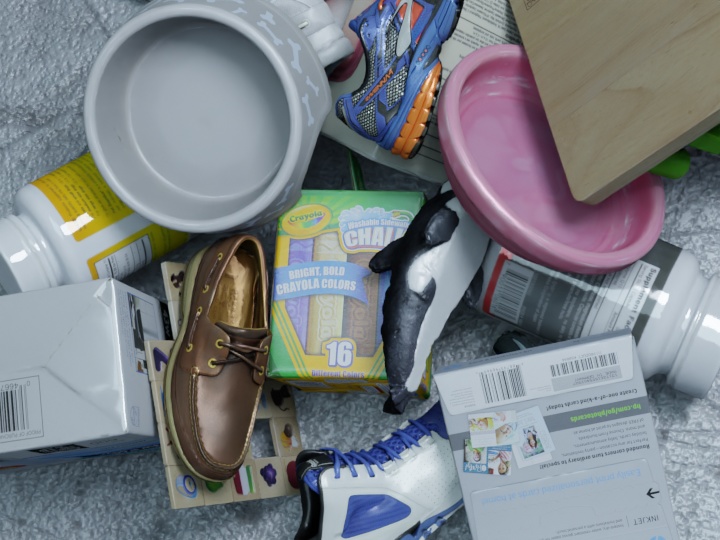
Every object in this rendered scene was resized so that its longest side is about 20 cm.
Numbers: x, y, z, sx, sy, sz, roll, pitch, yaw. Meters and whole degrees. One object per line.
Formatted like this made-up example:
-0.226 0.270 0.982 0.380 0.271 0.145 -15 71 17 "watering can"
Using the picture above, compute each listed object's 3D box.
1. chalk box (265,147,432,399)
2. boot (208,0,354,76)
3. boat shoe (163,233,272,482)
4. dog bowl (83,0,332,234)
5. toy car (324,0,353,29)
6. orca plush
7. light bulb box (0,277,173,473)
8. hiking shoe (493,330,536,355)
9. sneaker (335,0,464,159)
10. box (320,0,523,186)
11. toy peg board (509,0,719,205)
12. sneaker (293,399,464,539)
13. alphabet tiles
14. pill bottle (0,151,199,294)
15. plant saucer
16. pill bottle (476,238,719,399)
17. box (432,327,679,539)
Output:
0.000 0.000 1.087 0.124 0.124 0.200 2 80 11 "chalk box"
-0.098 -0.157 1.062 0.200 0.074 0.096 -33 92 32 "boot"
-0.107 0.063 1.009 0.072 0.068 0.200 15 63 -27 "boat shoe"
-0.124 -0.120 1.009 0.200 0.059 0.200 3 105 11 "dog bowl"
-0.032 -0.219 1.127 0.184 0.177 0.200 -27 87 15 "toy car"
0.041 0.011 0.995 0.071 0.105 0.200 13 85 32 "orca plush"
-0.255 0.094 1.073 0.198 0.200 0.125 -9 78 9 "light bulb box"
0.140 0.147 1.054 0.087 0.074 0.200 -22 75 4 "hiking shoe"
0.033 -0.186 0.951 0.078 0.075 0.200 15 96 1 "sneaker"
0.062 -0.180 1.067 0.109 0.128 0.200 32 101 48 "box"
0.231 -0.173 0.942 0.200 0.098 0.199 -36 56 39 "toy peg board"
0.014 0.167 1.045 0.115 0.081 0.199 39 87 -22 "sneaker"
-0.113 0.091 1.070 0.008 0.167 0.200 -20 75 34 "alphabet tiles"
-0.219 -0.047 1.111 0.200 0.109 0.109 -31 73 -23 "pill bottle"
0.138 -0.079 0.983 0.200 0.051 0.201 18 51 -23 "plant saucer"
0.203 0.019 1.050 0.200 0.114 0.114 24 83 14 "pill bottle"
0.154 0.158 0.995 0.156 0.041 0.200 -13 93 11 "box"
